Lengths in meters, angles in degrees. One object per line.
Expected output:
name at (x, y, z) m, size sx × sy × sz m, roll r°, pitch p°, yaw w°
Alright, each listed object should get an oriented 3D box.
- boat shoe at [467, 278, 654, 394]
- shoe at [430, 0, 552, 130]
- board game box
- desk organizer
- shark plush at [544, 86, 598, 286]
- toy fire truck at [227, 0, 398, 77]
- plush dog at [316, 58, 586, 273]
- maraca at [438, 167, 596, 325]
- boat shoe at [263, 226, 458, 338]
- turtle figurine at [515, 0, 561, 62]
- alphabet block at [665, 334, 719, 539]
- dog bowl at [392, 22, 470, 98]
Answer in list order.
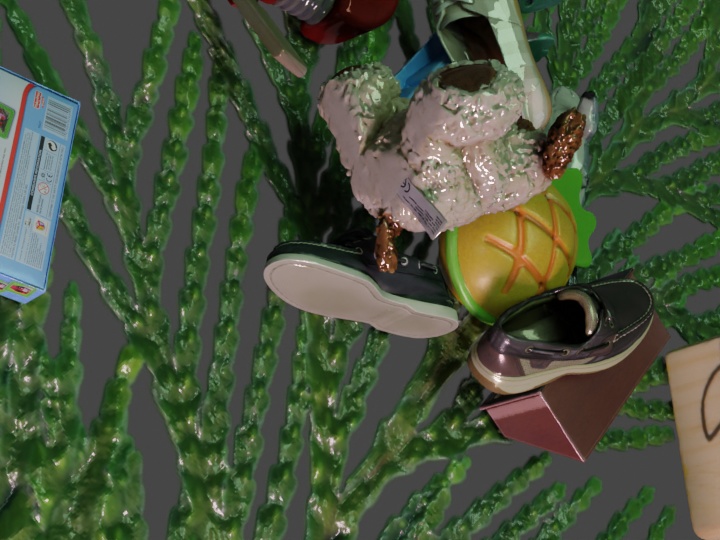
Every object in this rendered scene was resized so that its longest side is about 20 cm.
boat shoe at (0.180, 0.046, 1.232) m, size 0.199 × 0.065 × 0.073 m, roll -22°, pitch 62°, yaw -35°
shoe at (0.107, -0.207, 1.290) m, size 0.053 × 0.070 × 0.201 m, roll -34°, pitch 98°, yaw -53°
board game box at (-0.290, -0.082, 0.975) m, size 0.199 × 0.037 × 0.152 m, roll 24°, pitch 58°, yaw -34°
desk organizer at (0.197, 0.088, 1.318) m, size 0.077 × 0.072 × 0.200 m, roll 56°, pitch 46°, yaw -12°
shark plush at (0.204, -0.085, 1.403) m, size 0.083 × 0.090 × 0.201 m, roll 32°, pitch 42°, yaw -66°
toy fire truck at (-0.045, -0.232, 1.210) m, size 0.175 × 0.128 × 0.201 m, roll 24°, pitch 70°, yaw -33°
plush dog at (0.080, -0.084, 1.155) m, size 0.171 × 0.199 × 0.162 m, roll -7°, pitch 99°, yaw -38°
maraca at (0.143, -0.030, 1.289) m, size 0.200 × 0.107 × 0.138 m, roll -30°, pitch 109°, yaw -41°
boat shoe at (0.002, -0.001, 1.178) m, size 0.199 × 0.074 × 0.066 m, roll 17°, pitch 60°, yaw -37°
turtle figurine at (0.116, -0.293, 1.380) m, size 0.201 × 0.100 × 0.150 m, roll 61°, pitch 0°, yaw 32°
alphabet block at (0.441, 0.151, 1.421) m, size 0.196 × 0.200 × 0.197 m, roll 11°, pitch 65°, yaw -39°
dog bowl at (0.064, -0.137, 1.307) m, size 0.112 × 0.049 × 0.200 m, roll 52°, pitch 46°, yaw -13°
